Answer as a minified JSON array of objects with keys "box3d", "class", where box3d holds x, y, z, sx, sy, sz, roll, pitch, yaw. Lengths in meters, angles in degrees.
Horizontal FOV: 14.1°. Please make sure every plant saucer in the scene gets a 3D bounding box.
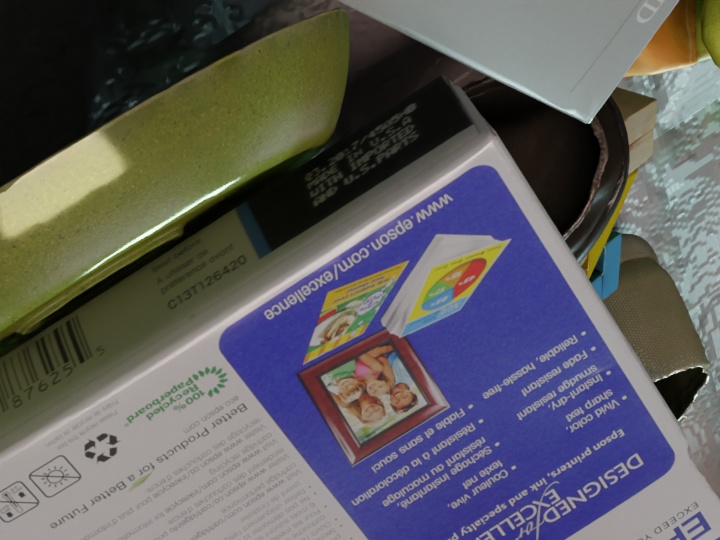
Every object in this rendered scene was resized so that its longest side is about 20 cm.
[{"box3d":[-0.081,-0.008,0.830,0.200,0.031,0.200,-33,179,-1],"class":"plant saucer"}]

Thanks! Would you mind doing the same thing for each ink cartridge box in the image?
[{"box3d":[-0.008,0.065,0.888,0.197,0.047,0.200,-33,133,2],"class":"ink cartridge box"}]

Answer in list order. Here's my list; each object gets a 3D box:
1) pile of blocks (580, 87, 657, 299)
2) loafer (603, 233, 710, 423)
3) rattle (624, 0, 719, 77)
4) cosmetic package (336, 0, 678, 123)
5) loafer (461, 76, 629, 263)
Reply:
[{"box3d":[0.036,0.023,0.999,0.200,0.062,0.082,-61,150,-15],"class":"pile of blocks"},{"box3d":[0.076,0.081,1.107,0.076,0.068,0.200,-10,133,-33],"class":"loafer"},{"box3d":[0.154,-0.069,0.922,0.143,0.200,0.130,1,126,-40],"class":"rattle"},{"box3d":[0.018,-0.129,0.845,0.200,0.090,0.107,20,110,-44],"class":"cosmetic package"},{"box3d":[0.000,0.000,0.920,0.200,0.073,0.071,-35,166,-5],"class":"loafer"}]
